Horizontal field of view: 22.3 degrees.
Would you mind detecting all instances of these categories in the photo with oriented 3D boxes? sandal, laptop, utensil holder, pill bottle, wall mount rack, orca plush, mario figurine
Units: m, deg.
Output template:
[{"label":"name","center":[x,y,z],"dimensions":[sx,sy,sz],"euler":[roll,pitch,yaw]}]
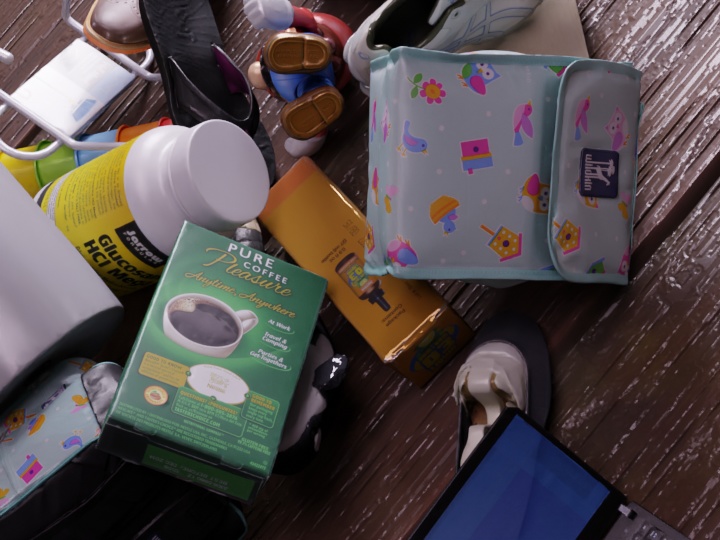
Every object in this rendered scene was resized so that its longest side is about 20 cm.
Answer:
[{"label":"sandal","center":[-0.127,-0.154,1.509],"dimensions":[0.075,0.048,0.201],"euler":[-25,91,-28]},{"label":"laptop","center":[0.137,0.223,1.212],"dimensions":[0.200,0.103,0.177],"euler":[33,83,35]},{"label":"utensil holder","center":[-0.305,0.008,1.405],"dimensions":[0.170,0.170,0.200],"euler":[-42,82,1]},{"label":"pill bottle","center":[-0.170,-0.049,1.462],"dimensions":[0.200,0.112,0.113],"euler":[-22,54,42]},{"label":"wall mount rack","center":[-0.220,-0.161,1.569],"dimensions":[0.174,0.075,0.200],"euler":[33,51,8]},{"label":"orca plush","center":[-0.052,0.093,1.396],"dimensions":[0.105,0.071,0.200],"euler":[-29,35,3]},{"label":"mario figurine","center":[-0.061,-0.155,1.467],"dimensions":[0.106,0.200,0.124],"euler":[21,101,-5]}]

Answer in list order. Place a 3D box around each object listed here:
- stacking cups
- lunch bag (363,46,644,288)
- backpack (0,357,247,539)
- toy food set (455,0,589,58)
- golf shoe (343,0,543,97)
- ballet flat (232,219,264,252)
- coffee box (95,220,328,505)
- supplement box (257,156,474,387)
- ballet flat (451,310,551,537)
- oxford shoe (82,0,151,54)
[{"label":"stacking cups","center":[-0.217,-0.096,1.587],"dimensions":[0.200,0.061,0.061],"euler":[-10,61,16]},{"label":"lunch bag","center":[0.109,-0.072,1.322],"dimensions":[0.199,0.122,0.171],"euler":[3,89,-11]},{"label":"backpack","center":[-0.214,0.179,1.367],"dimensions":[0.200,0.176,0.153],"euler":[-43,41,-3]},{"label":"toy food set","center":[0.115,-0.131,1.441],"dimensions":[0.143,0.060,0.200],"euler":[-13,61,7]},{"label":"golf shoe","center":[0.078,-0.207,1.391],"dimensions":[0.200,0.097,0.078],"euler":[-40,84,-6]},{"label":"ballet flat","center":[-0.122,0.029,1.460],"dimensions":[0.066,0.057,0.200],"euler":[-14,50,38]},{"label":"coffee box","center":[-0.103,0.064,1.312],"dimensions":[0.123,0.044,0.200],"euler":[21,46,-7]},{"label":"supplement box","center":[0.000,0.000,1.418],"dimensions":[0.067,0.069,0.200],"euler":[-43,53,2]},{"label":"ballet flat","center":[0.097,0.111,1.311],"dimensions":[0.073,0.073,0.200],"euler":[-4,63,24]},{"label":"oxford shoe","center":[-0.174,-0.255,1.572],"dimensions":[0.071,0.073,0.200],"euler":[30,44,5]}]
